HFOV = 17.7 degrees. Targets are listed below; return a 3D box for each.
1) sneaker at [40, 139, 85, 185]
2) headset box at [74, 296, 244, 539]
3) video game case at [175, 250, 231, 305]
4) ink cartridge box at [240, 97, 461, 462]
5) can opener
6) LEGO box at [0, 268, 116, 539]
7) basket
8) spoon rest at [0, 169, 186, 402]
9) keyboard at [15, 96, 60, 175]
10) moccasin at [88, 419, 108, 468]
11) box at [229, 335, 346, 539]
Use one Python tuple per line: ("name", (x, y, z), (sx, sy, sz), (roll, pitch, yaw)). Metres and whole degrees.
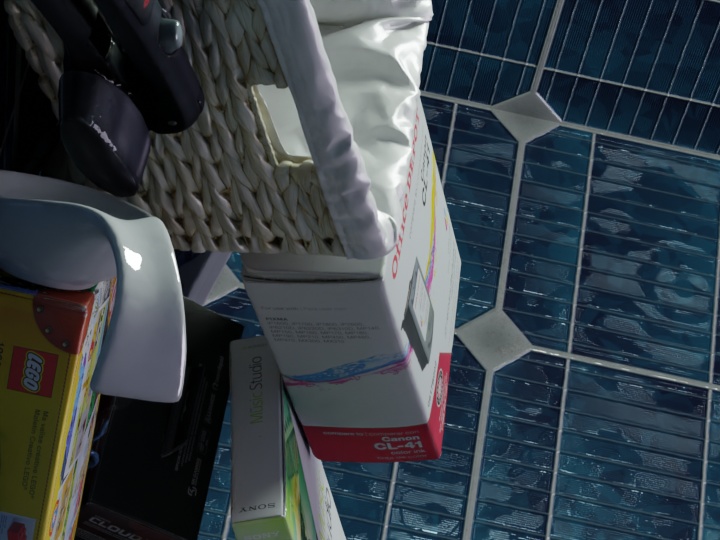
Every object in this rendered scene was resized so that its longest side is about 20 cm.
("sneaker", (-0.163, -0.018, 1.364), (0.202, 0.077, 0.099), (-71, -163, -7))
("headset box", (-0.151, 0.108, 1.396), (0.200, 0.077, 0.150), (-33, -141, 50))
("video game case", (-0.125, -0.069, 1.586), (0.144, 0.018, 0.201), (-59, -144, 27))
("ink cartridge box", (0.000, 0.000, 1.338), (0.201, 0.085, 0.149), (74, 21, -56))
("can opener", (-0.115, -0.113, 1.010), (0.200, 0.063, 0.079), (71, 11, -56))
("LEGO box", (-0.175, 0.083, 1.132), (0.149, 0.076, 0.202), (-81, -177, -74))
("basket", (-0.064, -0.135, 1.193), (0.199, 0.159, 0.201), (71, 21, -45))
("spoon rest", (-0.119, -0.010, 1.016), (0.200, 0.099, 0.061), (45, -60, 57))
("keyboard", (-0.163, -0.135, 1.314), (0.104, 0.039, 0.201), (-53, -165, 35))
("moccasin", (-0.193, 0.126, 1.267), (0.201, 0.080, 0.068), (-65, 168, 5))
("box", (-0.039, 0.158, 1.370), (0.145, 0.036, 0.201), (-94, 170, -47))
